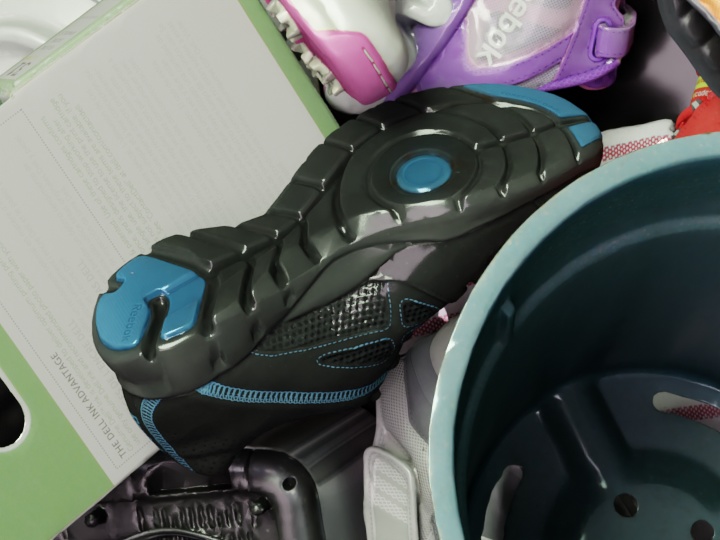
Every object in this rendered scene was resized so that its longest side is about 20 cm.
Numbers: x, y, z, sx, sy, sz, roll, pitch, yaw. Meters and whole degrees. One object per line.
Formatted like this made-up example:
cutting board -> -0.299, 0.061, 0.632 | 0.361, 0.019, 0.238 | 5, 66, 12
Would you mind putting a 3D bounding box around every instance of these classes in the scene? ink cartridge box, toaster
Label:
ink cartridge box -> -0.095, -0.008, 0.884 | 0.200, 0.048, 0.146 | -38, 110, -15
toaster -> -0.079, 0.144, 0.966 | 0.180, 0.119, 0.201 | -6, 97, 19

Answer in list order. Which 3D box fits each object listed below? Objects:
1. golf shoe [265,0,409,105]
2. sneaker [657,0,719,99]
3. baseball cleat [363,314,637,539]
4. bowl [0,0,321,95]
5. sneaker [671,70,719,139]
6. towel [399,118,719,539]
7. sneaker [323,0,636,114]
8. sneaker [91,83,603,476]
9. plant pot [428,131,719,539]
golf shoe -> -0.012, -0.146, 0.882 | 0.091, 0.075, 0.201 | -30, 50, 6
sneaker -> 0.183, -0.093, 0.829 | 0.199, 0.078, 0.113 | 24, 83, 0
baseball cleat -> 0.069, 0.116, 0.916 | 0.106, 0.070, 0.201 | -32, 78, 23
bowl -> -0.123, -0.058, 0.962 | 0.199, 0.094, 0.202 | 3, 99, 19
sneaker -> 0.136, -0.035, 0.883 | 0.199, 0.077, 0.085 | -25, 80, -1
towel -> 0.079, 0.050, 0.945 | 0.145, 0.030, 0.201 | -13, 94, 20
sneaker -> 0.076, -0.117, 0.898 | 0.088, 0.081, 0.200 | 39, 111, 0
sneaker -> 0.000, 0.000, 0.867 | 0.199, 0.073, 0.082 | -27, 131, -9
plant pot -> 0.111, 0.081, 0.777 | 0.199, 0.196, 0.202 | 1, 74, -4
